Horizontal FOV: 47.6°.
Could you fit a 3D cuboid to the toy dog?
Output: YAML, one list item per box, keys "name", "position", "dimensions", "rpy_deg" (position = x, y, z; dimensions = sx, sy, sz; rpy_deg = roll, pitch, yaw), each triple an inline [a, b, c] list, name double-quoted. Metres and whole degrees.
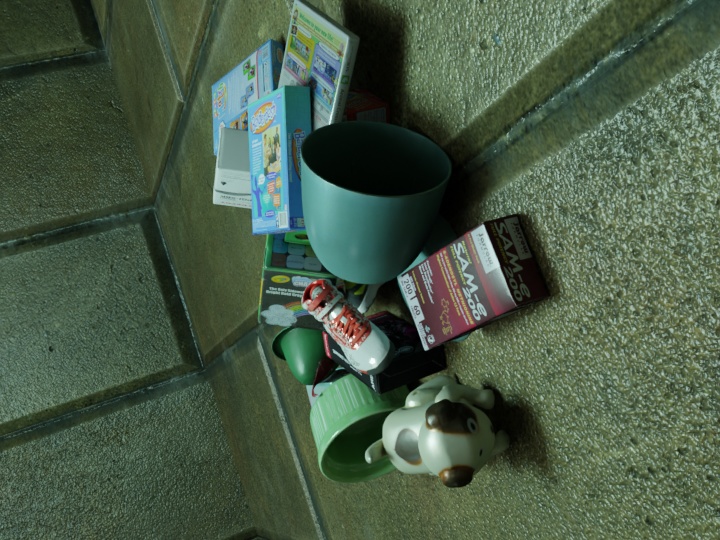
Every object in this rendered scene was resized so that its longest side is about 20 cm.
- name: "toy dog"
  position: [0.110, 0.222, 1.125]
  dimensions: [0.200, 0.191, 0.142]
  rpy_deg: [157, 108, -74]

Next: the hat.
- name: "hat"
  position: [-0.078, 0.202, 1.492]
  dimensions: [0.165, 0.199, 0.178]
  rpy_deg: [-33, 52, 30]

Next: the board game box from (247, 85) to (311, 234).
- name: "board game box"
  position: [-0.120, -0.158, 1.210]
  dimensions: [0.152, 0.044, 0.204]
  rpy_deg: [1, 93, 62]

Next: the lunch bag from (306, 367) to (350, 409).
- name: "lunch bag"
  position: [-0.033, 0.278, 1.585]
  dimensions: [0.199, 0.121, 0.173]
  rpy_deg: [-17, 91, 62]

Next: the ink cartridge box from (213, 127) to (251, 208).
- name: "ink cartridge box"
  position: [-0.203, -0.186, 1.553]
  dimensions: [0.200, 0.144, 0.084]
  rpy_deg: [130, 145, -72]

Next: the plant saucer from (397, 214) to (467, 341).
- name: "plant saucer"
  position: [0.100, 0.012, 1.192]
  dimensions: [0.200, 0.035, 0.202]
  rpy_deg: [48, 147, 47]

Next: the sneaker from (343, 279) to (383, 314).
- name: "sneaker"
  position: [0.000, 0.000, 1.336]
  dimensions: [0.084, 0.075, 0.201]
  rpy_deg: [26, 142, -3]

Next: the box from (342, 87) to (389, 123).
- name: "box"
  position: [-0.016, -0.166, 1.257]
  dimensions: [0.095, 0.098, 0.203]
  rpy_deg: [45, 144, 51]

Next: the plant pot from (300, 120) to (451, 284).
- name: "plant pot"
  position: [0.012, -0.082, 1.097]
  dimensions: [0.201, 0.198, 0.163]
  rpy_deg: [50, 143, 43]

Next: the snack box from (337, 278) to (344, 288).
- name: "snack box"
  position: [-0.072, -0.080, 1.514]
  dimensions: [0.202, 0.052, 0.143]
  rpy_deg: [66, 157, 18]

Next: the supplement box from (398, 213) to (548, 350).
- name: "supplement box"
  position: [0.136, 0.020, 1.031]
  dimensions: [0.200, 0.060, 0.110]
  rpy_deg: [-36, 72, 54]

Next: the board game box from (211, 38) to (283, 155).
- name: "board game box"
  position: [-0.214, -0.323, 1.551]
  dimensions: [0.199, 0.036, 0.154]
  rpy_deg: [-22, 66, 43]

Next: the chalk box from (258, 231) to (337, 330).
- name: "chalk box"
  position: [-0.100, -0.012, 1.354]
  dimensions: [0.201, 0.123, 0.125]
  rpy_deg: [105, 169, -50]

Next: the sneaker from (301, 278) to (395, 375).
- name: "sneaker"
  position: [-0.027, 0.079, 1.226]
  dimensions: [0.108, 0.067, 0.201]
  rpy_deg: [44, 179, -29]

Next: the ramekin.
- name: "ramekin"
  position: [0.010, 0.259, 1.377]
  dimensions: [0.202, 0.197, 0.098]
  rpy_deg: [96, 156, -44]

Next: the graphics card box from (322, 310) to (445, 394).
- name: "graphics card box"
  position: [0.034, 0.127, 1.311]
  dimensions: [0.200, 0.124, 0.052]
  rpy_deg: [29, 131, 61]

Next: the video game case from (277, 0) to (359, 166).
- name: "video game case"
  position: [-0.069, -0.276, 1.181]
  dimensions: [0.200, 0.022, 0.184]
  rpy_deg: [50, 133, 50]
